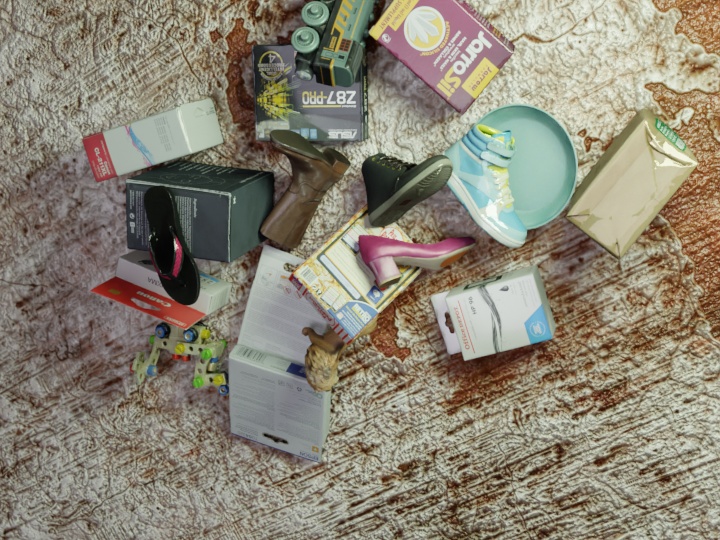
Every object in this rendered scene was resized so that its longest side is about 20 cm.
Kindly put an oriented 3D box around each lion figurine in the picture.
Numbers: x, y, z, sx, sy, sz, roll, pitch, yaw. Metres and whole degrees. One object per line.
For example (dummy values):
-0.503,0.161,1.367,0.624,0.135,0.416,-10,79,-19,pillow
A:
-0.029,0.111,1.690,0.200,0.123,0.072,-48,123,3,lion figurine

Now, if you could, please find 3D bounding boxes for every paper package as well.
0.406,-0.135,1.482,0.103,0.200,0.192,37,110,4,paper package

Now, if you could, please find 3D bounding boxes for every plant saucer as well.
0.259,-0.169,1.594,0.196,0.036,0.204,7,106,25,plant saucer

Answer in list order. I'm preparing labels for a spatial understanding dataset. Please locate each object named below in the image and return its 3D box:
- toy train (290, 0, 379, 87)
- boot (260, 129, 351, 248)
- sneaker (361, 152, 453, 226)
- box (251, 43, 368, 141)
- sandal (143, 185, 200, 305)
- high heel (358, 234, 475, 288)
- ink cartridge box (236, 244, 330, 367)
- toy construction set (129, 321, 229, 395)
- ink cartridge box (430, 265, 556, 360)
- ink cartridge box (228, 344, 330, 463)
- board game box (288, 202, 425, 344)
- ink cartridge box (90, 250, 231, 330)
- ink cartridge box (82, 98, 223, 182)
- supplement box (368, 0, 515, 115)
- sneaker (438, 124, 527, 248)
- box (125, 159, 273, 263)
-0.040,-0.389,1.587,0.112,0.086,0.203,15,69,7,toy train
-0.129,-0.129,1.673,0.201,0.184,0.065,-52,46,21,boot
0.065,-0.161,1.594,0.199,0.074,0.108,-34,66,45,sneaker
-0.085,-0.304,1.673,0.196,0.049,0.165,3,105,15,box
-0.316,-0.035,1.600,0.074,0.045,0.204,-8,105,20,sandal
0.094,-0.044,1.643,0.197,0.068,0.097,-21,73,-15,high heel
-0.125,0.070,1.781,0.157,0.047,0.204,20,105,12,ink cartridge box
-0.335,0.165,1.849,0.195,0.092,0.134,3,105,5,toy construction set
0.218,0.077,1.661,0.197,0.068,0.118,-17,97,21,ink cartridge box
-0.150,0.248,1.819,0.193,0.044,0.203,16,130,13,ink cartridge box
0.000,0.000,1.659,0.200,0.046,0.152,-42,88,-20,board game box
-0.355,0.029,1.770,0.197,0.176,0.046,21,108,11,ink cartridge box
-0.361,-0.229,1.725,0.196,0.146,0.084,-13,101,20,ink cartridge box
0.130,-0.364,1.551,0.199,0.103,0.131,39,110,-4,supplement box
0.220,-0.143,1.557,0.201,0.079,0.131,49,120,7,sneaker
-0.273,-0.106,1.699,0.192,0.200,0.127,7,107,16,box
